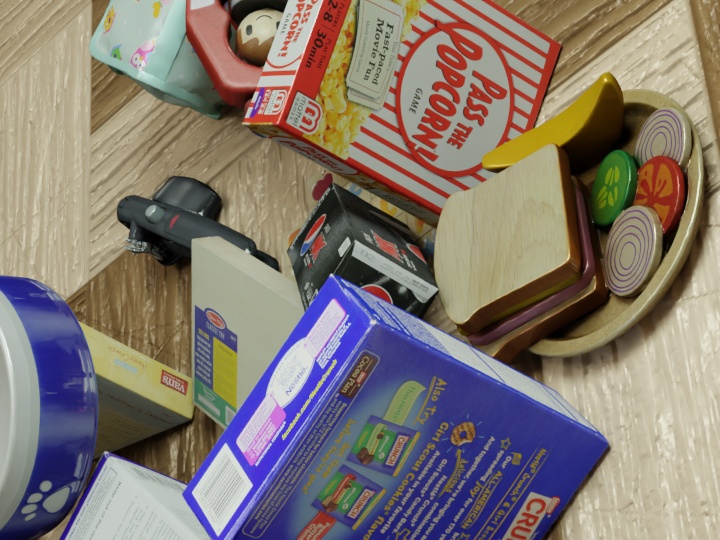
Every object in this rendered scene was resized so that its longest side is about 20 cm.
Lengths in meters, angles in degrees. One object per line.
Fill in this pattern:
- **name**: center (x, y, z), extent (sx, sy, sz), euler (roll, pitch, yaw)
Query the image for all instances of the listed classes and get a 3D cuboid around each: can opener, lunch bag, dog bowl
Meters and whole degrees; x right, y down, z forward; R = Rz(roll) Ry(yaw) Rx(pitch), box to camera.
- **can opener**: center (-0.132, -0.030, 1.880), extent (0.200, 0.063, 0.079), euler (26, 89, 57)
- **lunch bag**: center (-0.130, -0.216, 1.887), extent (0.171, 0.121, 0.200), euler (-64, -2, 2)
- **dog bowl**: center (-0.282, 0.103, 1.752), extent (0.199, 0.078, 0.202), euler (-3, 86, 46)

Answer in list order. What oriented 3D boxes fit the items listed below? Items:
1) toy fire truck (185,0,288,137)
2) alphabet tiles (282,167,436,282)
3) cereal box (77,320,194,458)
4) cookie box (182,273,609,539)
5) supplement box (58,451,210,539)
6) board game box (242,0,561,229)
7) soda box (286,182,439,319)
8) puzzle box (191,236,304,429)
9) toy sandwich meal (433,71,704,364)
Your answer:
- **toy fire truck**: center (-0.029, -0.176, 1.737), extent (0.112, 0.198, 0.169), euler (92, 177, -62)
- **alphabet tiles**: center (0.001, -0.017, 1.743), extent (0.166, 0.006, 0.201), euler (-38, 41, 33)
- **cereal box**: center (-0.243, 0.101, 1.871), extent (0.199, 0.143, 0.040), euler (-24, 48, 43)
- **cookie box**: center (0.023, 0.121, 1.449), extent (0.172, 0.199, 0.075), euler (-55, 33, 10)
- **supplement box**: center (-0.125, 0.221, 1.670), extent (0.200, 0.101, 0.104), euler (29, 92, 57)
- **board game box**: center (0.031, -0.127, 1.603), extent (0.046, 0.199, 0.153), euler (5, 73, 54)
- **soda box**: center (0.000, 0.000, 1.606), extent (0.064, 0.070, 0.200), euler (-58, 11, 9)
- **puzzle box**: center (-0.070, 0.064, 1.713), extent (0.200, 0.025, 0.134), euler (31, 125, 56)
- **toy sandwich meal**: center (0.132, -0.035, 1.522), extent (0.205, 0.070, 0.206), euler (-32, 45, 38)
